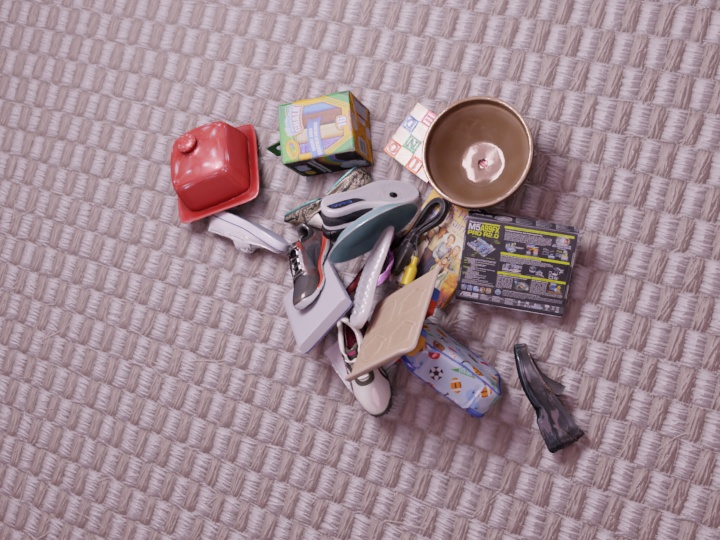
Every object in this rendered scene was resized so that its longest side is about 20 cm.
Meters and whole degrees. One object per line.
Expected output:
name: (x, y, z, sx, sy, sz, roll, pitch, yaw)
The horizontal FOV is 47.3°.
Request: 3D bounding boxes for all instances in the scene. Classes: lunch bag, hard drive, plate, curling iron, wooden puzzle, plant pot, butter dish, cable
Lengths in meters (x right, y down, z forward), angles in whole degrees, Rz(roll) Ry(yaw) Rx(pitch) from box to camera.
lunch bag: (0.165, 0.173, 1.472, 0.200, 0.160, 0.076, 38, 103, -2)
hard drive: (-0.087, 0.061, 1.589, 0.132, 0.025, 0.200, -47, 27, 9)
plate: (0.019, -0.077, 1.544, 0.199, 0.200, 0.026, -34, 77, 13)
curling iron: (0.000, 0.000, 1.629, 0.200, 0.026, 0.050, -41, 110, 12)
wooden puzzle: (0.068, 0.101, 1.436, 0.046, 0.201, 0.185, 39, 140, -16)
plant pot: (0.216, -0.204, 1.484, 0.199, 0.093, 0.203, -2, 82, 17)
butter dish: (-0.324, -0.229, 1.700, 0.198, 0.148, 0.201, -17, 59, 16)
cable: (0.100, -0.053, 1.549, 0.201, 0.050, 0.097, -58, 42, 9)

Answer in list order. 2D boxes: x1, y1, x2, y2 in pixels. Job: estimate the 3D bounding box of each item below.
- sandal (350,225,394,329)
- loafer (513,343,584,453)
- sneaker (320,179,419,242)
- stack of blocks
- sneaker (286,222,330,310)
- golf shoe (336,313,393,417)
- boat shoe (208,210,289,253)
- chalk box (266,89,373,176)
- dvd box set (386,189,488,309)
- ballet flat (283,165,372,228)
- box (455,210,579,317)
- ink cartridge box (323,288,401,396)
sandal: (0.031, 0.016, 1.522, 0.049, 0.082, 0.204, 24, 77, -15)
loafer: (0.332, 0.219, 1.469, 0.072, 0.073, 0.201, -22, 86, 7)
sneaker: (0.016, -0.109, 1.625, 0.198, 0.112, 0.073, -10, 48, -13)
stack of blocks: (0.158, -0.217, 1.587, 0.200, 0.059, 0.116, 39, 97, 19)
sneaker: (-0.117, -0.011, 1.605, 0.077, 0.082, 0.201, -33, 34, 33)
golf shoe: (-0.003, 0.178, 1.529, 0.077, 0.088, 0.201, -24, 77, 14)
boat shoe: (-0.234, -0.068, 1.712, 0.199, 0.073, 0.066, 26, 96, 31)
chalk box: (-0.089, -0.267, 1.649, 0.198, 0.125, 0.125, -7, 81, 18)
dvd box set: (0.155, -0.049, 1.551, 0.146, 0.029, 0.201, 40, 113, 16)
ballet flat: (-0.060, -0.130, 1.656, 0.199, 0.068, 0.076, -33, 82, 10)
box: (0.279, -0.012, 1.476, 0.198, 0.044, 0.162, 9, 110, 9)
ink cartridge box: (0.038, 0.139, 1.592, 0.200, 0.050, 0.109, -41, 71, 10)
